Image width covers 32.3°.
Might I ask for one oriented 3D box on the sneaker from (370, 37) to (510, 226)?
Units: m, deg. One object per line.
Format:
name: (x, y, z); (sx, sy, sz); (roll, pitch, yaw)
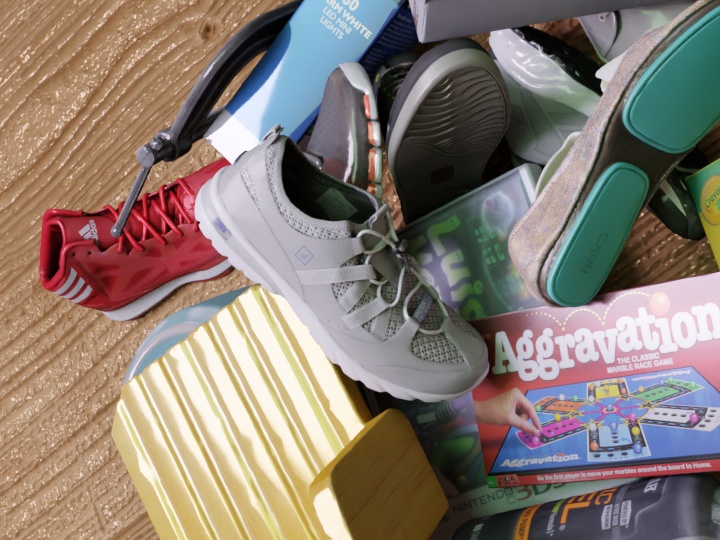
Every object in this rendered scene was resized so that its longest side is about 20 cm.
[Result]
sneaker: (0.037, -0.108, 0.777); (0.074, 0.200, 0.107); (-15, 69, -8)

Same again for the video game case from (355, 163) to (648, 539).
video game case: (0.070, 0.061, 0.793); (0.181, 0.023, 0.202); (-26, 76, 34)

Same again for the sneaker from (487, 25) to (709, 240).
sneaker: (0.143, -0.078, 0.777); (0.200, 0.073, 0.080); (46, 118, 35)

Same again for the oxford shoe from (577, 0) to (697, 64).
oxford shoe: (0.160, -0.182, 0.785); (0.075, 0.058, 0.201); (-40, 65, 16)

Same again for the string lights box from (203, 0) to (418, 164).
string lights box: (-0.012, -0.151, 0.857); (0.059, 0.103, 0.201); (41, 105, 9)

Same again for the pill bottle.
pill bottle: (0.154, 0.175, 0.699); (0.198, 0.106, 0.108); (-19, 72, 28)

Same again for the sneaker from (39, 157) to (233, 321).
sneaker: (-0.160, -0.028, 0.930); (0.199, 0.115, 0.079); (-38, 64, 22)

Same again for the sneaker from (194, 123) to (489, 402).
sneaker: (0.000, 0.000, 0.711); (0.199, 0.075, 0.082); (37, 128, -11)

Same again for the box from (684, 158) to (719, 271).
box: (0.237, -0.001, 0.647); (0.048, 0.117, 0.203); (-15, 82, -14)

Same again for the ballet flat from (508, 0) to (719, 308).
ballet flat: (0.143, -0.075, 0.686); (0.201, 0.068, 0.067); (-55, 32, 10)

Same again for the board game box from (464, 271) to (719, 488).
board game box: (0.145, 0.064, 0.700); (0.198, 0.019, 0.105); (-14, 83, 43)

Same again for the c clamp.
c clamp: (-0.091, -0.125, 0.876); (0.027, 0.200, 0.171); (40, 130, 6)

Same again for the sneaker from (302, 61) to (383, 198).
sneaker: (-0.032, -0.031, 0.785); (0.081, 0.077, 0.203); (5, 98, -7)

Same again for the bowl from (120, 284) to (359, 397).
bowl: (-0.092, 0.102, 0.871); (0.199, 0.105, 0.204); (-6, 79, 31)

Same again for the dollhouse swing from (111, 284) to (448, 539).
dollhouse swing: (-0.085, 0.130, 0.713); (0.199, 0.182, 0.177); (-35, 89, 23)

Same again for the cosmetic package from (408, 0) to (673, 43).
cosmetic package: (0.121, -0.205, 0.706); (0.197, 0.107, 0.091); (-7, 67, -7)
